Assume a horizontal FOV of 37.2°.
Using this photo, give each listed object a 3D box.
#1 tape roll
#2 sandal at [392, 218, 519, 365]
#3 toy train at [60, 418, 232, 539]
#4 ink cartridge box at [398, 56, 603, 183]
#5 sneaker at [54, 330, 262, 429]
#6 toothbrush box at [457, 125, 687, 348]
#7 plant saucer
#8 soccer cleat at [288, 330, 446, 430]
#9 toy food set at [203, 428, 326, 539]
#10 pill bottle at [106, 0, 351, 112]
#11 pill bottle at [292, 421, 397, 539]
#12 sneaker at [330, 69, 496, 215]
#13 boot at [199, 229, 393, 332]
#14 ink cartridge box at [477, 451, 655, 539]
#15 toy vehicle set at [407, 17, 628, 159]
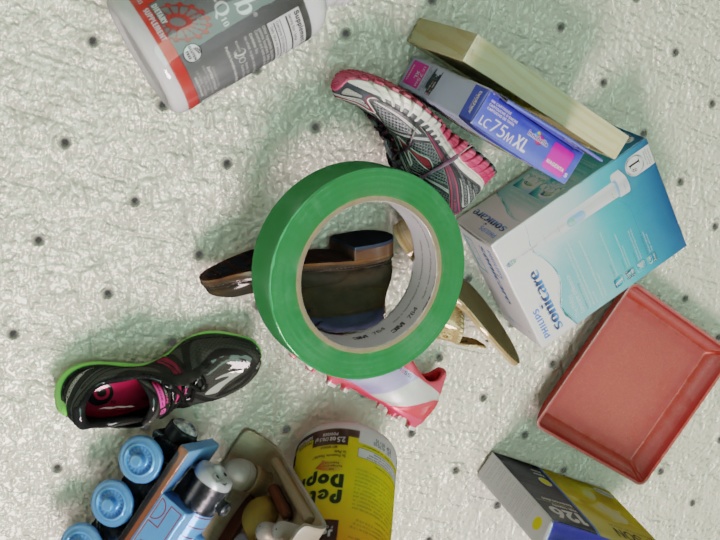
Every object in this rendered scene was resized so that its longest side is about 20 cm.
[{"bbox_3d":[0.000,0.000,0.996,0.200,0.048,0.201,-7,106,-26],"label":"tape roll"},{"bbox_3d":[0.082,0.036,1.121,0.070,0.078,0.212,-33,118,15],"label":"sandal"},{"bbox_3d":[-0.202,0.243,1.037,0.114,0.087,0.200,37,97,14],"label":"toy train"},{"bbox_3d":[0.124,-0.138,0.988,0.119,0.200,0.042,27,96,-28],"label":"ink cartridge box"},{"bbox_3d":[-0.186,0.114,1.019,0.200,0.084,0.077,-15,115,-17],"label":"sneaker"},{"bbox_3d":[0.224,-0.039,1.134,0.200,0.085,0.146,-36,120,-8],"label":"toothbrush box"},{"bbox_3d":[0.319,0.133,1.268,0.200,0.037,0.200,31,95,-30],"label":"plant saucer"},{"bbox_3d":[0.007,0.096,1.109,0.200,0.067,0.076,34,86,-32],"label":"soccer cleat"},{"bbox_3d":[-0.116,0.256,1.035,0.060,0.200,0.144,30,96,-26],"label":"toy food set"},{"bbox_3d":[-0.102,-0.230,0.907,0.200,0.116,0.116,-33,118,-9],"label":"pill bottle"},{"bbox_3d":[-0.023,0.259,1.067,0.109,0.200,0.109,3,135,3],"label":"pill bottle"},{"bbox_3d":[0.047,-0.122,1.031,0.200,0.081,0.075,36,95,-30],"label":"sneaker"},{"bbox_3d":[-0.056,0.025,1.046,0.200,0.075,0.097,-11,110,-21],"label":"boot"},{"bbox_3d":[0.256,0.293,1.207,0.198,0.200,0.047,24,100,-29],"label":"ink cartridge box"},{"bbox_3d":[0.151,-0.175,1.029,0.200,0.124,0.027,26,98,-29],"label":"toy vehicle set"}]
